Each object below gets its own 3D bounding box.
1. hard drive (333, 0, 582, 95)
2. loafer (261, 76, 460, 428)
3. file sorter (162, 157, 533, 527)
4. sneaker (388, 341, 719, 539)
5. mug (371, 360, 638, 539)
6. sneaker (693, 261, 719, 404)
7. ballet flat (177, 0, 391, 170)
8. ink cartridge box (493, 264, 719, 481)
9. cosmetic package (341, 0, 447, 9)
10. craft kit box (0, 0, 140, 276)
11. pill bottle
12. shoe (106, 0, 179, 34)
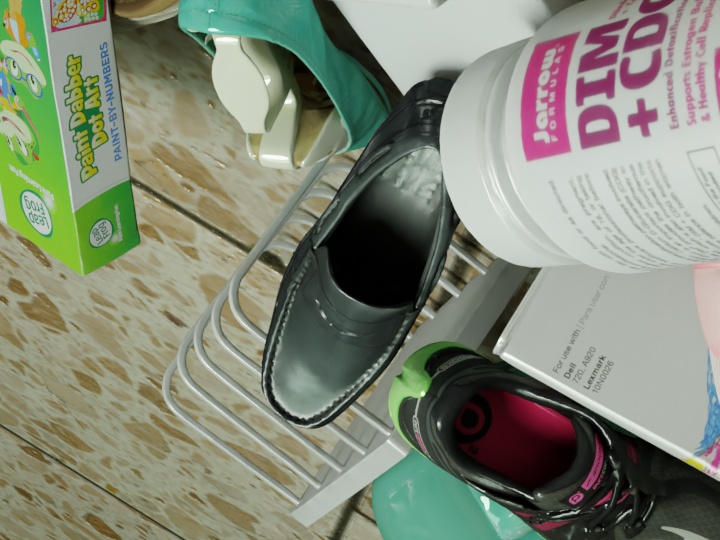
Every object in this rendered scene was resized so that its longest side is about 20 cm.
[{"bbox_3d":[0.056,-0.102,1.049,0.132,0.027,0.200,8,147,46],"label":"hard drive"},{"bbox_3d":[0.000,0.000,1.086,0.068,0.070,0.201,30,122,2],"label":"loafer"},{"bbox_3d":[-0.015,0.032,1.270,0.124,0.139,0.200,37,157,-3],"label":"file sorter"},{"bbox_3d":[0.105,0.103,1.128,0.200,0.077,0.084,24,-177,-14],"label":"sneaker"},{"bbox_3d":[0.087,0.112,1.280,0.115,0.152,0.185,59,149,20],"label":"mug"},{"bbox_3d":[0.227,0.026,0.932,0.200,0.105,0.075,-4,178,35],"label":"sneaker"},{"bbox_3d":[-0.040,-0.089,1.106,0.067,0.071,0.200,12,160,23],"label":"ballet flat"},{"bbox_3d":[0.171,0.052,1.069,0.200,0.084,0.145,29,-179,8],"label":"ink cartridge box"},{"bbox_3d":[-0.035,-0.171,0.941,0.200,0.071,0.102,11,132,44],"label":"cosmetic package"},{"bbox_3d":[-0.199,-0.123,1.193,0.200,0.048,0.198,31,142,36],"label":"craft kit box"},{"bbox_3d":[0.129,-0.059,0.905,0.113,0.113,0.200,44,150,-24],"label":"pill bottle"},{"bbox_3d":[-0.116,-0.155,1.150,0.200,0.053,0.070,-12,95,55],"label":"shoe"}]
